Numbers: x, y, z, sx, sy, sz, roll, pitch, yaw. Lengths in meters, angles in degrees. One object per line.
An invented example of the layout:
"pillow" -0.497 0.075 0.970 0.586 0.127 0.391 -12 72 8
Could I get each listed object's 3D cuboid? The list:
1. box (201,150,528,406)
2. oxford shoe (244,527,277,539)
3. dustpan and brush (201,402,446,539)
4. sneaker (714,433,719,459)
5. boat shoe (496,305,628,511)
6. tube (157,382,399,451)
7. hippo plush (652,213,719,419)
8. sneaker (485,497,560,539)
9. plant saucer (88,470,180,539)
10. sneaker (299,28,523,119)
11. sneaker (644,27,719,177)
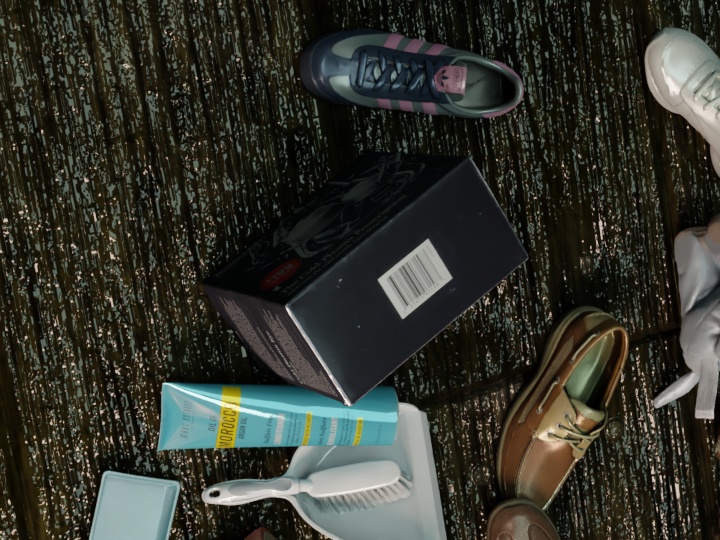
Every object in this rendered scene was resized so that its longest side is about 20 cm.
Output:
"box" 0.000 0.000 1.425 0.200 0.182 0.104 -39 109 -18
"oxford shoe" -0.069 0.314 1.496 0.075 0.070 0.200 -26 109 6
"dustpan and brush" -0.034 0.186 1.482 0.199 0.057 0.140 -9 64 1
"sneaker" 0.430 0.188 1.719 0.200 0.070 0.076 32 109 -28
"boat shoe" 0.188 0.128 1.586 0.076 0.074 0.201 21 88 -26
"tube" -0.069 0.122 1.453 0.199 0.050 0.078 1 124 -12
"hippo plush" 0.394 0.043 1.633 0.160 0.159 0.201 4 93 -25
"sneaker" 0.165 0.305 1.574 0.070 0.076 0.201 -16 110 -3
"plant saucer" -0.205 0.268 1.441 0.070 0.019 0.201 13 88 -26
"sneaker" 0.049 -0.170 1.488 0.199 0.082 0.070 2 94 -26
"sneaker" 0.349 -0.154 1.626 0.200 0.100 0.075 46 77 -21
